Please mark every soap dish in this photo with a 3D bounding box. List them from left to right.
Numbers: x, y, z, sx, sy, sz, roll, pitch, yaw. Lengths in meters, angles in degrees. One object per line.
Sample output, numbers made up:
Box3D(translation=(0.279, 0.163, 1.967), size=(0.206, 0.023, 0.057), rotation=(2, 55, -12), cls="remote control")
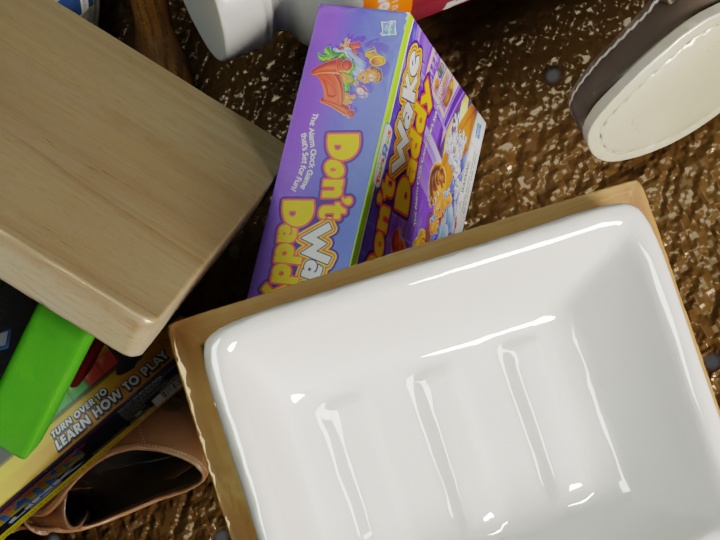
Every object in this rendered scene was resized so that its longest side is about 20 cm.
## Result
Box3D(translation=(0.040, 0.069, 0.694), size=(0.199, 0.081, 0.158), rotation=(-17, 84, -14), cls="soap dish")

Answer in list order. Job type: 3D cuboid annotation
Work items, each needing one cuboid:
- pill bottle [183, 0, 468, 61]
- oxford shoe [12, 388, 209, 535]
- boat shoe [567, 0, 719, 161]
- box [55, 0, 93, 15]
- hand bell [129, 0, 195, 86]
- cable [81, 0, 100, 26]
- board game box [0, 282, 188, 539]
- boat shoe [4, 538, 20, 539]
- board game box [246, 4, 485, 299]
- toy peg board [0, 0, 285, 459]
Box3D(translation=(0.011, -0.172, 0.840), size=(0.199, 0.113, 0.113), rotation=(-23, 65, -12), cls="pill bottle")
Box3D(translation=(-0.165, 0.098, 0.857), size=(0.199, 0.072, 0.072), rotation=(-17, 44, 7), cls="oxford shoe")
Box3D(translation=(0.171, -0.131, 0.827), size=(0.200, 0.072, 0.060), rotation=(-40, 59, 0), cls="boat shoe")
Box3D(translation=(-0.221, -0.095, 0.837), size=(0.200, 0.070, 0.064), rotation=(-41, 90, -9), cls="box")
Box3D(translation=(-0.108, -0.144, 0.899), size=(0.103, 0.104, 0.201), rotation=(0, 110, 20), cls="hand bell")
Box3D(translation=(-0.233, -0.139, 0.946), size=(0.199, 0.069, 0.201), rotation=(21, 103, 16), cls="cable")
Box3D(translation=(-0.195, 0.039, 0.815), size=(0.200, 0.057, 0.165), rotation=(-41, 79, -7), cls="board game box")
Box3D(translation=(-0.190, 0.163, 0.870), size=(0.200, 0.060, 0.073), rotation=(-4, 71, 19), cls="boat shoe")
Box3D(translation=(0.000, 0.000, 0.811), size=(0.045, 0.134, 0.201), rotation=(8, 77, 21), cls="board game box")
Box3D(translation=(-0.157, -0.033, 0.730), size=(0.199, 0.199, 0.098), rotation=(32, 115, -1), cls="toy peg board")
